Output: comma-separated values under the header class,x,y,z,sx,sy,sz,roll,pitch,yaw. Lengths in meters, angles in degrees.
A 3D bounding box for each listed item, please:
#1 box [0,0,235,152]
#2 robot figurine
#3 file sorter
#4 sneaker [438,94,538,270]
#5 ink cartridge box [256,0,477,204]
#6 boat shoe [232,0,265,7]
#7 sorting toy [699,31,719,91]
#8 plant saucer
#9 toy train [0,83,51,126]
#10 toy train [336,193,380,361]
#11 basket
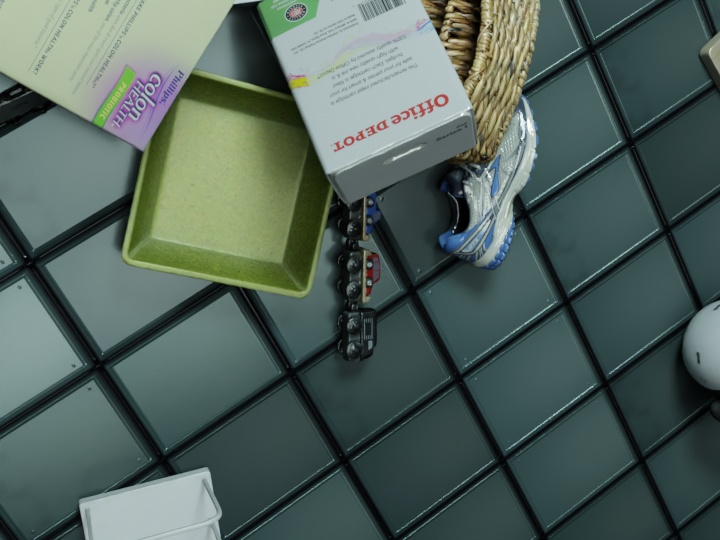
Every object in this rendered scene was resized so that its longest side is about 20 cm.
class,x,y,z,sx,sy,sz,roll,pitch,yaw
box,-0.234,-0.235,0.790,0.199,0.097,0.177,29,99,-32
robot figurine,0.499,0.118,1.169,0.199,0.151,0.125,29,125,-22
file sorter,-0.198,0.333,0.947,0.138,0.124,0.202,-11,103,-17
sneaker,0.137,-0.104,1.027,0.085,0.077,0.202,11,94,-17
ink cartridge box,0.007,-0.185,0.879,0.144,0.084,0.201,-24,70,4
boat shoe,-0.120,-0.295,0.909,0.198,0.070,0.067,-10,103,-11
sorting toy,0.557,-0.256,1.156,0.200,0.070,0.199,-42,110,-9
plant saucer,-0.129,-0.088,0.945,0.199,0.048,0.201,12,94,-21
toy train,-0.258,-0.193,0.884,0.199,0.046,0.034,-28,122,-12
toy train,0.000,0.000,1.007,0.045,0.034,0.202,-5,102,-27
basket,0.081,-0.220,0.949,0.148,0.143,0.201,14,93,-22
